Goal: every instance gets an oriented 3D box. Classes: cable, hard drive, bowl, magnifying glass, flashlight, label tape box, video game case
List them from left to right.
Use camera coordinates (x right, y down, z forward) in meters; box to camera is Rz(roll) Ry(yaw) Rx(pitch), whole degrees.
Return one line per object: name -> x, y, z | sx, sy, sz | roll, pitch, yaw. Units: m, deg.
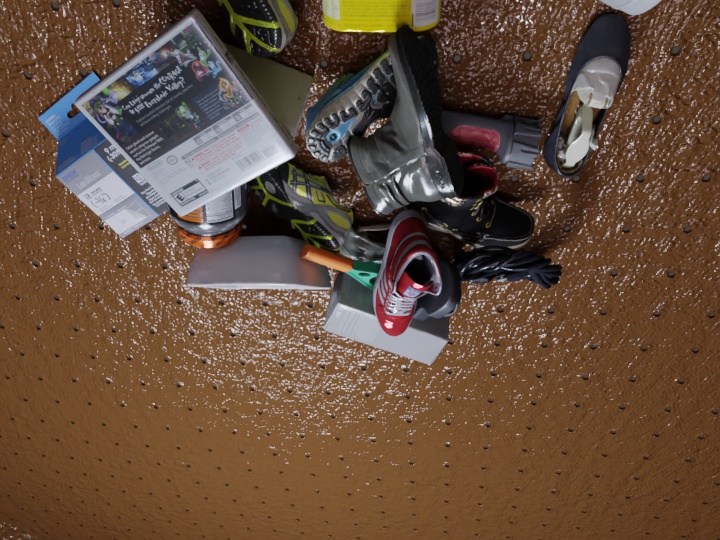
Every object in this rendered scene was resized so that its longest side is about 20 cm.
label tape box -> -0.372, -0.161, 0.876 | 0.141, 0.064, 0.201 | -22, 126, 26
video game case -> -0.198, -0.167, 0.683 | 0.195, 0.024, 0.183 | -20, 128, 27
hard drive -> -0.162, -0.230, 0.725 | 0.194, 0.135, 0.027 | 18, 136, -8
bowl -> -0.152, -0.009, 0.924 | 0.192, 0.078, 0.200 | -1, 178, 14
magnifying glass -> 0.000, 0.000, 0.887 | 0.196, 0.023, 0.079 | 21, 155, -31
flashlight -> 0.134, -0.172, 0.775 | 0.193, 0.069, 0.069 | 11, 134, 0
cable -> 0.211, 0.002, 0.861 | 0.157, 0.053, 0.200 | 10, 175, 6

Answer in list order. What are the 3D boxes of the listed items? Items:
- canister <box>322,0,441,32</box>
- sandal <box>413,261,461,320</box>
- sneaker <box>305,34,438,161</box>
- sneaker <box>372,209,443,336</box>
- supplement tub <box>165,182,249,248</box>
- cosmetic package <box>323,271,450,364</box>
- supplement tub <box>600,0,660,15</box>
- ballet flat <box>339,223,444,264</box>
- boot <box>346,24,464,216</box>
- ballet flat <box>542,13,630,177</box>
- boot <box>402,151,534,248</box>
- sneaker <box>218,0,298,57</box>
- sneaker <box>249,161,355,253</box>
canister -> 0.020, -0.360, 0.606 | 0.143, 0.088, 0.204 | 2, 135, 5
sandal -> 0.116, 0.034, 0.858 | 0.041, 0.079, 0.200 | 15, 173, -4
sneaker -> 0.005, -0.229, 0.735 | 0.197, 0.091, 0.079 | -33, 136, 9
sneaker -> 0.062, 0.033, 0.823 | 0.069, 0.114, 0.206 | 0, 123, -9
supplement tub -> -0.212, -0.142, 0.813 | 0.118, 0.124, 0.205 | 8, 129, 1
cosmetic package -> 0.048, 0.067, 0.988 | 0.194, 0.109, 0.091 | 22, 137, -10
supplement tub -> 0.211, -0.346, 0.554 | 0.194, 0.135, 0.133 | 20, 134, -11
ballet flat -> 0.064, -0.032, 0.926 | 0.193, 0.068, 0.066 | 13, 104, -6
boot -> 0.034, -0.160, 0.686 | 0.127, 0.068, 0.205 | -7, 117, 30
ballet flat -> 0.278, -0.200, 0.724 | 0.070, 0.074, 0.204 | 10, 134, 0
boot -> 0.158, -0.092, 0.802 | 0.194, 0.075, 0.151 | 18, 167, 1
sneaker -> -0.139, -0.340, 0.659 | 0.074, 0.077, 0.204 | -15, 112, 33
sneaker -> -0.093, -0.115, 0.872 | 0.200, 0.077, 0.075 | 45, 150, -7
